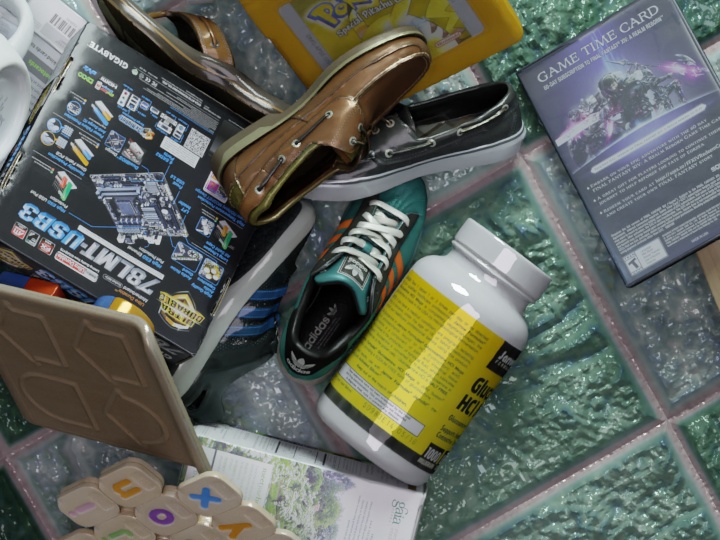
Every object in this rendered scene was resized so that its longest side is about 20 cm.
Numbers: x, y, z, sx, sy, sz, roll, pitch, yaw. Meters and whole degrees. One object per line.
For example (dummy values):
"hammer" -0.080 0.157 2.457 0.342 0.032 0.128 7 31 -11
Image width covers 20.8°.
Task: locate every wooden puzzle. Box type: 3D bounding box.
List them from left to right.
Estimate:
"wooden puzzle" -0.210 0.071 1.522 0.199 0.186 0.046 16 55 26

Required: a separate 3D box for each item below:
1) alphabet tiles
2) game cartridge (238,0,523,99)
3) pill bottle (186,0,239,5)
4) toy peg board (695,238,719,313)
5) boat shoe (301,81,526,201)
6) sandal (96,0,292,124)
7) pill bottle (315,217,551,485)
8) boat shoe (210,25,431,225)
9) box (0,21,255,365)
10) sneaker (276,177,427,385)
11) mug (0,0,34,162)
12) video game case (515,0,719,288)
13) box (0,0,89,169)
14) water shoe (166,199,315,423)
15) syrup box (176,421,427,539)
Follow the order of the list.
"alphabet tiles" -0.144 0.221 1.571 0.195 0.015 0.200 -28 123 34
"game cartridge" 0.009 -0.213 1.525 0.175 0.033 0.200 -25 136 16
"pill bottle" -0.047 -0.270 1.561 0.198 0.112 0.113 -9 93 1
"toy peg board" 0.396 0.011 1.594 0.198 0.098 0.202 -22 91 17
"boat shoe" 0.035 -0.109 1.585 0.198 0.069 0.057 -13 128 -5
"sandal" -0.125 -0.173 1.587 0.199 0.082 0.055 31 74 -2
"pill bottle" 0.063 0.063 1.577 0.112 0.112 0.201 36 93 -1
"boat shoe" -0.019 -0.107 1.528 0.199 0.072 0.068 -37 60 5
"box" -0.179 -0.060 1.543 0.199 0.050 0.200 31 67 -17
"sneaker" 0.000 0.000 1.577 0.071 0.080 0.201 29 77 -2
"mug" -0.335 -0.163 1.510 0.174 0.148 0.200 22 50 17
"video game case" 0.231 -0.108 1.577 0.142 0.019 0.201 -30 78 16
"box" -0.310 -0.147 1.606 0.156 0.041 0.201 38 92 -1
"water shoe" -0.095 0.032 1.610 0.200 0.071 0.079 -52 125 -4
"syrup box" -0.050 0.188 1.601 0.198 0.081 0.079 15 95 -1
